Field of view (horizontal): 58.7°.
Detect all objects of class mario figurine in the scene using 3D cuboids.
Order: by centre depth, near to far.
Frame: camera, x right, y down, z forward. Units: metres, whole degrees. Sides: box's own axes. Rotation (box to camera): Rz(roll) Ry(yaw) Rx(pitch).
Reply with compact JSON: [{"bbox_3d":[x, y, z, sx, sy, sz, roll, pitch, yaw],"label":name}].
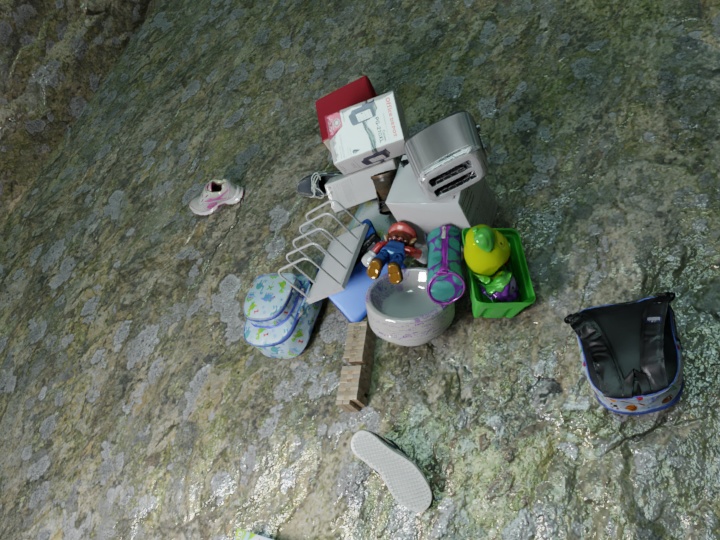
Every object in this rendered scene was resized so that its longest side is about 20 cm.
[{"bbox_3d":[0.083,-0.026,1.474,0.106,0.123,0.200,-44,6,35],"label":"mario figurine"}]

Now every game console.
[{"bbox_3d":[0.000,0.000,1.610,0.200,0.118,0.171,-44,25,11],"label":"game console"}]

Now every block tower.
[{"bbox_3d":[-0.008,0.221,1.479,0.053,0.058,0.203,-8,56,26],"label":"block tower"}]

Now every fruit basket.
[{"bbox_3d":[0.283,-0.021,1.354,0.152,0.217,0.218,1,52,-6],"label":"fruit basket"}]

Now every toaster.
[{"bbox_3d":[0.180,-0.242,1.379,0.198,0.114,0.131,-25,50,12],"label":"toaster"}]

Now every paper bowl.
[{"bbox_3d":[0.113,0.090,1.436,0.197,0.106,0.202,-8,33,5],"label":"paper bowl"}]

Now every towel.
[{"bbox_3d":[0.045,-0.097,1.680,0.169,0.048,0.202,12,66,34],"label":"towel"}]

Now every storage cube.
[{"bbox_3d":[-0.012,-0.412,1.854,0.197,0.171,0.182,-24,50,14],"label":"storage cube"}]

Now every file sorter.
[{"bbox_3d":[-0.091,-0.050,1.545,0.138,0.124,0.202,-22,37,44],"label":"file sorter"}]

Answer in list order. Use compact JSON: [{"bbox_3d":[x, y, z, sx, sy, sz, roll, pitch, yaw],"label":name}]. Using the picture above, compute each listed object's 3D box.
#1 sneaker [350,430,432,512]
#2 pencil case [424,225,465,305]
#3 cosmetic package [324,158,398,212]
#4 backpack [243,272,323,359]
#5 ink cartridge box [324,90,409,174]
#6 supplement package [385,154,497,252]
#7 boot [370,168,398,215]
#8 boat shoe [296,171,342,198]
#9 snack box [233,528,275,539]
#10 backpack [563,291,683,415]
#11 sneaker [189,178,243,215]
[{"bbox_3d":[0.070,0.398,1.296,0.200,0.079,0.079,43,90,19],"label":"sneaker"},{"bbox_3d":[0.184,-0.017,1.399,0.083,0.094,0.201,-4,35,8],"label":"pencil case"},{"bbox_3d":[0.012,-0.237,1.732,0.197,0.086,0.108,-17,15,12],"label":"cosmetic package"},{"bbox_3d":[-0.209,0.109,1.620,0.180,0.147,0.203,-2,60,33],"label":"backpack"},{"bbox_3d":[0.021,-0.357,1.665,0.197,0.084,0.147,-17,73,16],"label":"ink cartridge box"},{"bbox_3d":[0.197,-0.159,1.523,0.189,0.200,0.149,4,60,32],"label":"supplement package"},{"bbox_3d":[0.070,-0.191,1.572,0.073,0.200,0.099,-14,92,4],"label":"boot"},{"bbox_3d":[-0.108,-0.248,1.859,0.197,0.062,0.076,1,103,26],"label":"boat shoe"},{"bbox_3d":[-0.191,0.626,1.302,0.197,0.053,0.144,2,58,33],"label":"snack box"},{"bbox_3d":[0.486,0.161,1.151,0.197,0.154,0.193,-17,42,28],"label":"backpack"},{"bbox_3d":[-0.482,-0.250,2.084,0.197,0.088,0.082,-20,50,19],"label":"sneaker"}]
